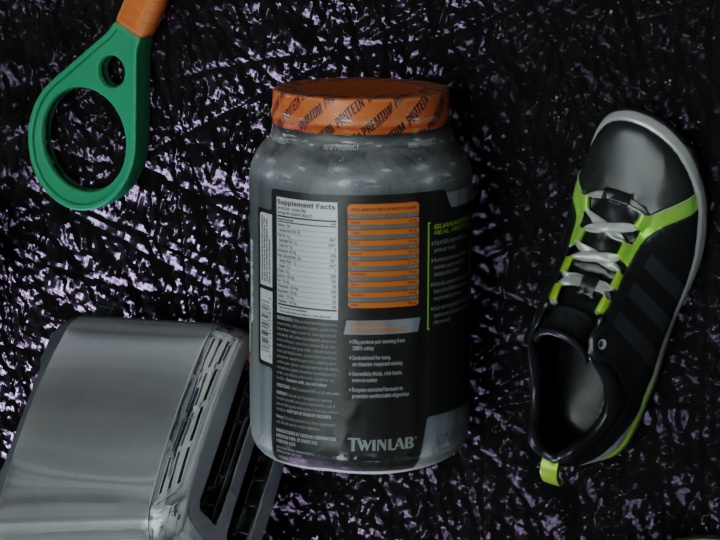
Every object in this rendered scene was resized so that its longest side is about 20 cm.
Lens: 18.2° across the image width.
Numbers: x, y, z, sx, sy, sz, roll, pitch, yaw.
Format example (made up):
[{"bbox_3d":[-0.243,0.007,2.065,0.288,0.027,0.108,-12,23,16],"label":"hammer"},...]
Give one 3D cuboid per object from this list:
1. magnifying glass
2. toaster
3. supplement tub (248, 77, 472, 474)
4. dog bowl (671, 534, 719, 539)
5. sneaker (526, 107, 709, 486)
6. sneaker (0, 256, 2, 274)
[{"bbox_3d":[-0.141,-0.126,1.338,0.079,0.022,0.200,35,117,20],"label":"magnifying glass"},{"bbox_3d":[-0.121,0.105,1.296,0.129,0.201,0.114,0,144,26],"label":"toaster"},{"bbox_3d":[0.000,0.000,1.220,0.122,0.122,0.201,7,103,29],"label":"supplement tub"},{"bbox_3d":[0.189,0.232,1.195,0.199,0.059,0.201,6,102,29],"label":"dog bowl"},{"bbox_3d":[0.129,0.017,1.171,0.071,0.083,0.201,15,107,26],"label":"sneaker"},{"bbox_3d":[-0.292,0.015,1.432,0.200,0.074,0.085,-42,54,34],"label":"sneaker"}]
